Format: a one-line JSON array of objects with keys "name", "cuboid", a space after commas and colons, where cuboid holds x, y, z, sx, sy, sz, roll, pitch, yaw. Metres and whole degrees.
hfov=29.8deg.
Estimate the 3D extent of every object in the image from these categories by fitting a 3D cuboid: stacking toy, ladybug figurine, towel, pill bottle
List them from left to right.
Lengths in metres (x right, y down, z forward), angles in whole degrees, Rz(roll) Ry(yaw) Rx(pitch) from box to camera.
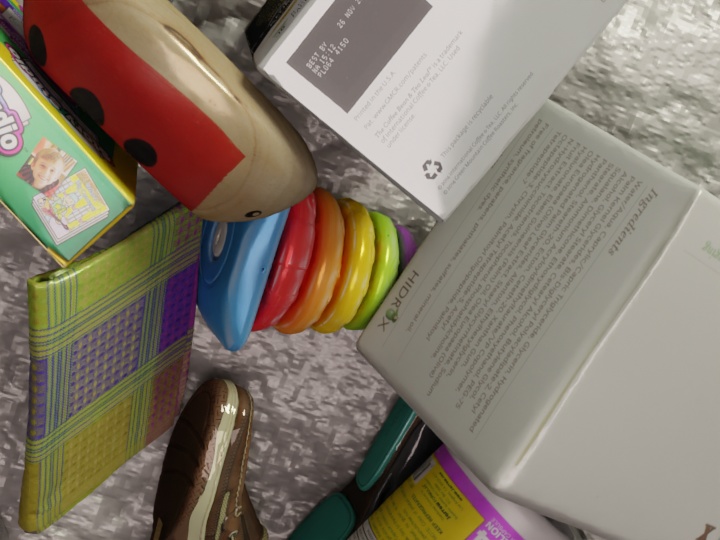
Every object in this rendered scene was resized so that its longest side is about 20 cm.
[{"name": "towel", "cuboid": [-0.151, 0.057, 0.812, 0.023, 0.143, 0.202, 30, 131, 21]}, {"name": "ladybug figurine", "cuboid": [-0.110, -0.098, 0.729, 0.200, 0.136, 0.072, 44, 89, -8]}, {"name": "stacking toy", "cuboid": [0.000, 0.000, 0.865, 0.198, 0.110, 0.117, 13, 103, -23]}, {"name": "pill bottle", "cuboid": [0.030, 0.205, 0.852, 0.200, 0.104, 0.104, -45, 107, 3]}]

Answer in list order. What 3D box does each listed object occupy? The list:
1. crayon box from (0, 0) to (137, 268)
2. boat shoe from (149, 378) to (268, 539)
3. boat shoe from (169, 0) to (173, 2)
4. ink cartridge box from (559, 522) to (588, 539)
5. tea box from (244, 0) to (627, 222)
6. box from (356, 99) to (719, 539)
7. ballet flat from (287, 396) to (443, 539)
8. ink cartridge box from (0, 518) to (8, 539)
[{"name": "crayon box", "cuboid": [-0.210, -0.112, 0.755, 0.058, 0.173, 0.200, -40, 107, 5]}, {"name": "boat shoe", "cuboid": [-0.099, 0.168, 0.913, 0.074, 0.075, 0.204, 10, 111, -25]}, {"name": "boat shoe", "cuboid": [-0.108, -0.236, 0.795, 0.065, 0.074, 0.201, 31, 99, 3]}, {"name": "ink cartridge box", "cuboid": [0.128, 0.281, 0.964, 0.145, 0.084, 0.201, -27, 108, 1]}, {"name": "tea box", "cuboid": [0.046, -0.162, 0.764, 0.133, 0.197, 0.200, 38, 99, -16]}, {"name": "box", "cuboid": [0.149, 0.038, 0.818, 0.198, 0.171, 0.201, 27, 100, -38]}, {"name": "ballet flat", "cuboid": [0.012, 0.166, 0.924, 0.073, 0.073, 0.201, 35, 96, -16]}, {"name": "ink cartridge box", "cuboid": [-0.347, 0.129, 0.874, 0.174, 0.045, 0.202, -20, 108, -3]}]
